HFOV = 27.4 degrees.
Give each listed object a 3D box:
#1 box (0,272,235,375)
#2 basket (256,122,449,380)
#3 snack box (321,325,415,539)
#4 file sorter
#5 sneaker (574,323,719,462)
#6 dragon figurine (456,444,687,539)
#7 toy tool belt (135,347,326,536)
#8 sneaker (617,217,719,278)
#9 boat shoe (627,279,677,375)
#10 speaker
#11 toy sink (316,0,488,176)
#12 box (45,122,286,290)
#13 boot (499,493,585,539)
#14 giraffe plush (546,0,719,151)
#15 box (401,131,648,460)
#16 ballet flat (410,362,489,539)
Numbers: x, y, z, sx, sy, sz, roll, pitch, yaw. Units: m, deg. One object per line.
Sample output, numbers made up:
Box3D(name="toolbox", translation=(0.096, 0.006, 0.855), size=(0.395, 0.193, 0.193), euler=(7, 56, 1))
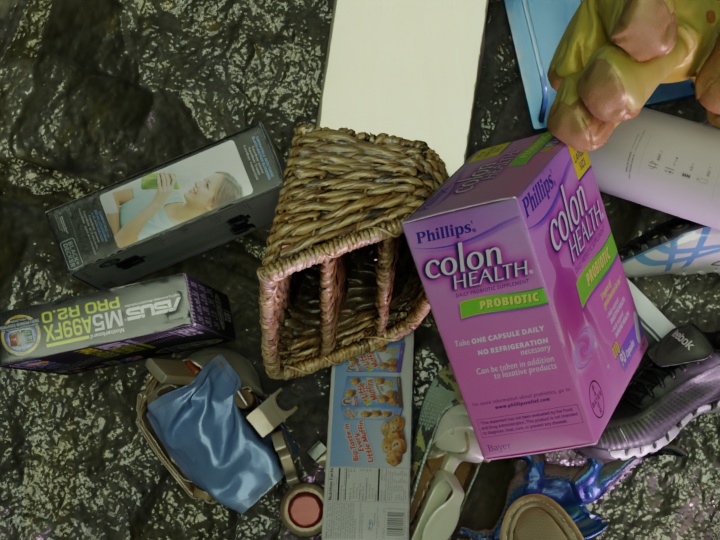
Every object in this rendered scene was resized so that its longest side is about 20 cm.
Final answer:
Box3D(name="box", translation=(-0.199, 0.048, 1.226), size=(0.160, 0.200, 0.044), euler=(-11, 83, 3))
Box3D(name="basket", translation=(0.000, 0.000, 1.200), size=(0.142, 0.200, 0.149), euler=(10, 60, 3))
Box3D(name="snack box", translation=(0.008, 0.139, 1.249), size=(0.072, 0.024, 0.200), euler=(0, 60, 5))
Box3D(name="file sorter", translation=(0.232, -0.217, 1.260), size=(0.200, 0.123, 0.139), euler=(-12, 84, 3))
Box3D(name="sneaker", translation=(0.256, 0.089, 1.219), size=(0.200, 0.066, 0.091), euler=(-19, 122, -18))
Box3D(name="dragon figurine", translation=(0.178, 0.197, 1.250), size=(0.200, 0.059, 0.100), euler=(-7, 85, 8))
Box3D(name="toy tool belt", translation=(-0.103, 0.150, 1.246), size=(0.125, 0.123, 0.200), euler=(-44, 83, -1))
Box3D(name="sneaker", translation=(0.314, -0.017, 1.261), size=(0.200, 0.072, 0.073), euler=(-13, 98, 8))
Box3D(name="boat shoe", translation=(0.184, 0.016, 1.269), size=(0.200, 0.072, 0.068), euler=(43, 87, 0))
Box3D(name="speaker", translation=(0.282, -0.079, 1.212), size=(0.200, 0.081, 0.081), euler=(21, 85, 32))
Box3D(name="toy sink", translation=(0.038, -0.166, 1.276), size=(0.130, 0.112, 0.200), euler=(7, 89, 5))
Box3D(name="box", translation=(-0.156, -0.051, 1.277), size=(0.200, 0.117, 0.060), euler=(-22, 80, 3))
Box3D(name="boot", translation=(0.175, 0.265, 1.195), size=(0.077, 0.155, 0.200), euler=(-29, 86, 10))
Box3D(name="giraffe plush", translation=(0.251, -0.173, 1.137), size=(0.162, 0.173, 0.200), euler=(21, 59, -10))
Box3D(name="box", translation=(0.134, 0.014, 1.149), size=(0.097, 0.176, 0.200), euler=(-13, 105, 28))
Box3D(name="ballet flat", translation=(0.073, 0.174, 1.249), size=(0.069, 0.071, 0.200), euler=(23, 81, -19))
